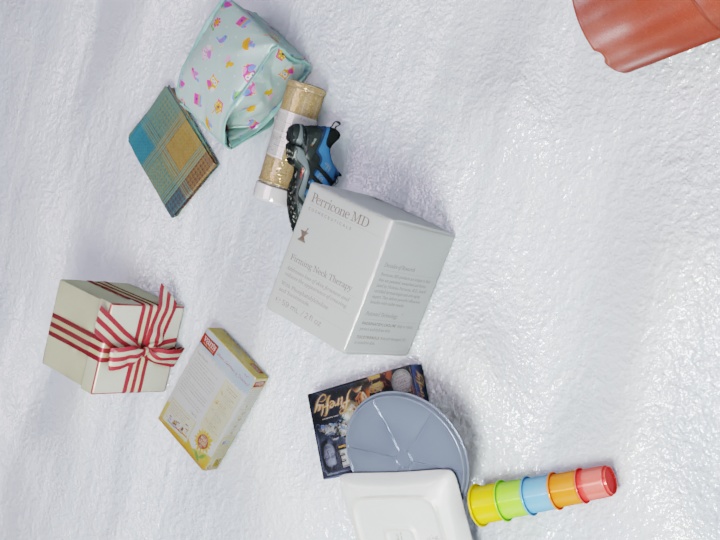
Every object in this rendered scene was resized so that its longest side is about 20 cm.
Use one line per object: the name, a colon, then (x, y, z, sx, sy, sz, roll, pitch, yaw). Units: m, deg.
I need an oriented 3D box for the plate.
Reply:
plate: (0.067, 0.385, 1.479, 0.200, 0.032, 0.200, -10, 98, 34)

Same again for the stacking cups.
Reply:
stacking cups: (0.242, 0.293, 1.384, 0.200, 0.060, 0.061, -21, 74, 29)

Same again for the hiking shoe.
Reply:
hiking shoe: (-0.070, -0.132, 1.636, 0.074, 0.086, 0.201, -125, 33, -65)

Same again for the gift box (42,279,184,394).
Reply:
gift box: (-0.430, 0.105, 1.819, 0.186, 0.184, 0.201, 21, 105, 38)

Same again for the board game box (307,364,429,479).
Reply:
board game box: (0.017, 0.230, 1.566, 0.200, 0.035, 0.136, -21, 75, 34)

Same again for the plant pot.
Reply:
plant pot: (0.377, -0.348, 1.262, 0.195, 0.200, 0.201, -22, 73, 42)

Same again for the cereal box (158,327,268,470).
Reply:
cereal box: (-0.252, 0.217, 1.764, 0.144, 0.039, 0.200, 42, 110, 31)

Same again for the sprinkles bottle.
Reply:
sprinkles bottle: (-0.115, -0.205, 1.680, 0.068, 0.068, 0.201, 23, 100, 36)

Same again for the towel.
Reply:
towel: (-0.342, -0.216, 1.881, 0.147, 0.022, 0.200, -46, 64, 26)

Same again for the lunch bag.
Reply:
lunch bag: (-0.208, -0.320, 1.729, 0.170, 0.122, 0.200, 45, 106, 29)

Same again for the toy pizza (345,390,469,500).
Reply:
toy pizza: (0.068, 0.264, 1.481, 0.200, 0.032, 0.201, 10, 110, 30)

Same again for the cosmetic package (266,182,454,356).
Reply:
cosmetic package: (0.000, 0.000, 1.517, 0.167, 0.166, 0.200, 27, 101, 35)
